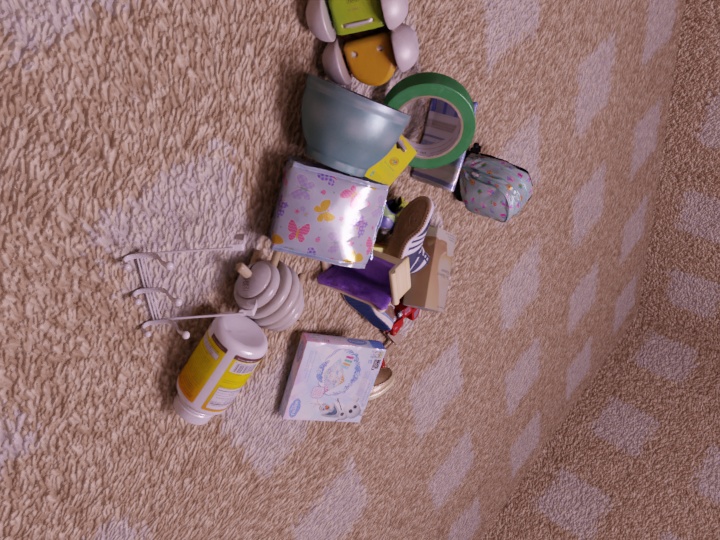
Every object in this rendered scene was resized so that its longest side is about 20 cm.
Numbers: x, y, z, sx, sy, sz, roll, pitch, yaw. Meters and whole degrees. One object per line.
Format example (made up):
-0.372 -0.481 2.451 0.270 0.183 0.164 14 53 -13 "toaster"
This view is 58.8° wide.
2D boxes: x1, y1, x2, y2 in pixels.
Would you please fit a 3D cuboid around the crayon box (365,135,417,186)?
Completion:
0.014 -0.202 1.302 0.200 0.051 0.127 -48 144 5 "crayon box"

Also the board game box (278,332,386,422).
-0.063 0.245 1.436 0.196 0.043 0.203 9 111 -28 "board game box"

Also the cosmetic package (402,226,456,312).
0.174 -0.002 1.603 0.105 0.070 0.204 15 83 -53 "cosmetic package"

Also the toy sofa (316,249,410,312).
0.000 0.000 1.320 0.097 0.198 0.084 -41 139 -36 "toy sofa"

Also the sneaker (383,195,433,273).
0.126 -0.075 1.445 0.108 0.070 0.202 2 123 -48 "sneaker"

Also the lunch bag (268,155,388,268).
-0.059 -0.105 1.193 0.197 0.127 0.172 12 103 -13 "lunch bag"

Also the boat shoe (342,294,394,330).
0.021 0.064 1.504 0.200 0.071 0.073 52 50 -46 "boat shoe"

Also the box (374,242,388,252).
0.049 -0.025 1.494 0.198 0.050 0.076 1 110 -51 "box"

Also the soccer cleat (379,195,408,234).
0.102 -0.131 1.486 0.199 0.064 0.085 -8 117 -49 "soccer cleat"

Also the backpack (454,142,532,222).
0.331 -0.209 1.615 0.127 0.198 0.168 -48 142 -20 "backpack"

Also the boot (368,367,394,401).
-0.010 0.237 1.525 0.197 0.072 0.157 -16 123 -18 "boot"

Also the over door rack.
-0.271 0.031 1.042 0.197 0.067 0.150 -10 125 -12 "over door rack"

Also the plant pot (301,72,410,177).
-0.024 -0.251 1.149 0.199 0.199 0.136 2 114 -52 "plant pot"

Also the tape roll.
0.138 -0.307 1.326 0.049 0.197 0.202 -86 164 -45 "tape roll"

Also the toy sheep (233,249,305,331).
-0.171 0.039 1.191 0.139 0.137 0.200 -56 135 -11 "toy sheep"

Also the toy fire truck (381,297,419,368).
0.081 0.157 1.643 0.199 0.048 0.143 -34 134 -37 "toy fire truck"

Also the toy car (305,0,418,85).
0.009 -0.439 1.131 0.201 0.172 0.152 65 24 -46 "toy car"

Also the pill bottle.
-0.257 0.180 1.149 0.109 0.109 0.201 7 125 -53 "pill bottle"

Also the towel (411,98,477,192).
0.185 -0.287 1.435 0.024 0.146 0.203 5 107 -37 "towel"
